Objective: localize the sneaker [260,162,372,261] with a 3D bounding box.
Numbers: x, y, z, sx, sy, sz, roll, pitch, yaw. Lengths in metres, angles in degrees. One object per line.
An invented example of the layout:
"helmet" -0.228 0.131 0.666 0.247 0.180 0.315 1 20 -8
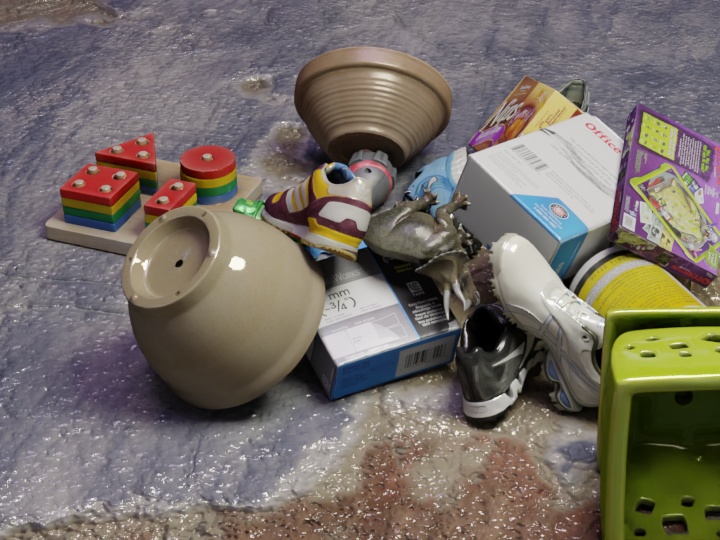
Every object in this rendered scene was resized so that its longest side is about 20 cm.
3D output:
"sneaker" -0.039 -0.070 1.649 0.075 0.090 0.200 21 3 -28

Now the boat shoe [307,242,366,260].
"boat shoe" 0.000 0.000 1.758 0.199 0.057 0.069 -11 52 -15

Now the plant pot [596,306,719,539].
"plant pot" 0.307 0.139 1.413 0.199 0.200 0.182 -1 25 0

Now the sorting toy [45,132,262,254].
"sorting toy" -0.249 -0.098 1.913 0.199 0.070 0.199 11 34 19

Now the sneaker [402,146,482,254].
"sneaker" 0.095 -0.072 1.884 0.090 0.079 0.200 -15 26 13

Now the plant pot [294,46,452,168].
"plant pot" 0.013 -0.184 1.969 0.200 0.201 0.093 3 62 5

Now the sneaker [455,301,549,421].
"sneaker" 0.151 0.061 1.609 0.066 0.091 0.200 -3 32 35

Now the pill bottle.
"pill bottle" 0.302 0.067 1.597 0.111 0.112 0.200 -13 33 -19

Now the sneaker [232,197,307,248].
"sneaker" -0.104 -0.049 1.766 0.199 0.084 0.074 -23 2 -2

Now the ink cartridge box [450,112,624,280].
"ink cartridge box" 0.219 -0.077 1.706 0.200 0.084 0.145 -22 56 -38

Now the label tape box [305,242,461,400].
"label tape box" -0.004 0.024 1.659 0.144 0.063 0.200 -16 54 -20

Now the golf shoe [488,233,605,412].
"golf shoe" 0.204 0.043 1.551 0.097 0.200 0.078 -16 22 48

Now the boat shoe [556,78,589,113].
"boat shoe" 0.251 -0.191 2.050 0.072 0.071 0.200 9 34 16

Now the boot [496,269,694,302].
"boot" 0.263 0.005 1.743 0.199 0.066 0.175 12 34 17

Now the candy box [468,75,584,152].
"candy box" 0.201 -0.169 1.918 0.056 0.117 0.200 38 7 -13

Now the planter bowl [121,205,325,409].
"planter bowl" -0.154 0.019 1.576 0.200 0.135 0.201 -19 49 23

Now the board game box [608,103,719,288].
"board game box" 0.331 -0.083 1.680 0.120 0.032 0.200 23 47 -6

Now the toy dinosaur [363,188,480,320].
"toy dinosaur" 0.052 -0.039 1.623 0.200 0.077 0.102 28 40 23

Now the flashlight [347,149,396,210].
"flashlight" 0.001 -0.072 1.870 0.068 0.068 0.200 5 31 4
